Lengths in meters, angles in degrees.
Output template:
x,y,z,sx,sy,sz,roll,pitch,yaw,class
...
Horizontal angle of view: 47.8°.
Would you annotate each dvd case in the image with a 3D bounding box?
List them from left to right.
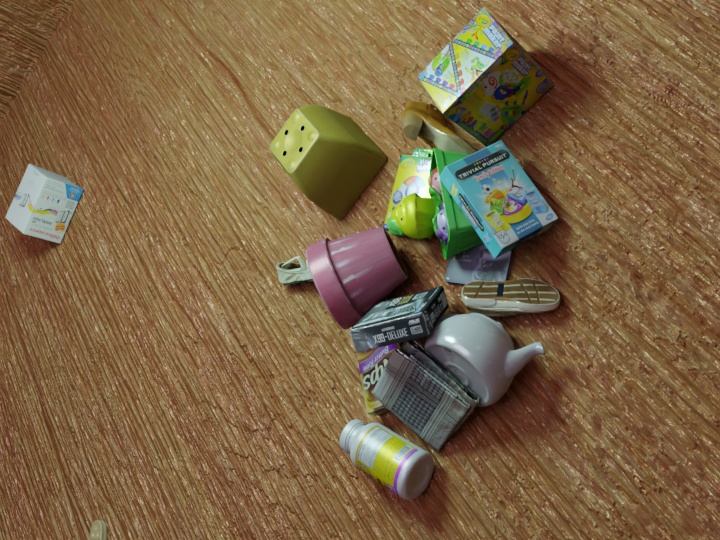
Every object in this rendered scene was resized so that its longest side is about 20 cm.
x,y,z,sx,sy,sz,roll,pitch,yaw,class
0.259,-0.067,1.710,0.147,0.016,0.204,7,82,39,dvd case

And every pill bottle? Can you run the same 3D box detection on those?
x,y,z,sx,sy,sz,roll,pitch,yaw,class
0.049,0.385,1.691,0.198,0.104,0.106,23,92,40,pill bottle

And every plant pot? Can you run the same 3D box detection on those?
x,y,z,sx,sy,sz,roll,pitch,yaw,class
-0.098,-0.276,1.930,0.195,0.199,0.196,-51,52,15,plant pot
0.000,0.000,1.791,0.177,0.200,0.202,-27,60,8,plant pot

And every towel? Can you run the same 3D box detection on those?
x,y,z,sx,sy,sz,roll,pitch,yaw,class
0.123,0.251,1.619,0.192,0.034,0.201,40,135,14,towel

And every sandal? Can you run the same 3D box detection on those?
x,y,z,sx,sy,sz,roll,pitch,yaw,class
-0.735,0.793,2.214,0.077,0.069,0.216,-20,66,32,sandal

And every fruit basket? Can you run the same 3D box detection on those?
x,y,z,sx,sy,sz,roll,pitch,yaw,class
0.152,-0.131,1.691,0.211,0.156,0.220,0,68,1,fruit basket

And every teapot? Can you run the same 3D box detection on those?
x,y,z,sx,sy,sz,roll,pitch,yaw,class
0.228,0.154,1.592,0.200,0.198,0.146,42,64,7,teapot

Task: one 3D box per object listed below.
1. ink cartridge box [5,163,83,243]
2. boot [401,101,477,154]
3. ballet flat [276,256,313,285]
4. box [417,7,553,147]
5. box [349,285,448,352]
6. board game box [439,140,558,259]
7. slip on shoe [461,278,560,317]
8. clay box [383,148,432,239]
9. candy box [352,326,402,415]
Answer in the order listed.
x,y,z,sx,sy,sz,roll,pitch,yaw,class
-1.046,-0.218,2.690,0.144,0.146,0.203,29,96,39,ink cartridge box
0.184,-0.306,1.792,0.071,0.198,0.145,-59,8,35,boot
-0.130,-0.005,1.957,0.197,0.067,0.063,-10,107,36,ballet flat
0.261,-0.391,1.680,0.192,0.199,0.123,-42,55,20,box
0.082,0.097,1.639,0.155,0.200,0.051,-15,99,21,box
0.273,-0.143,1.608,0.202,0.149,0.047,57,155,15,board game box
0.299,0.063,1.618,0.196,0.061,0.077,-1,43,22,slip on shoe
0.129,-0.179,1.823,0.113,0.047,0.204,10,85,38,clay box
0.056,0.201,1.769,0.115,0.056,0.204,-24,65,30,candy box
